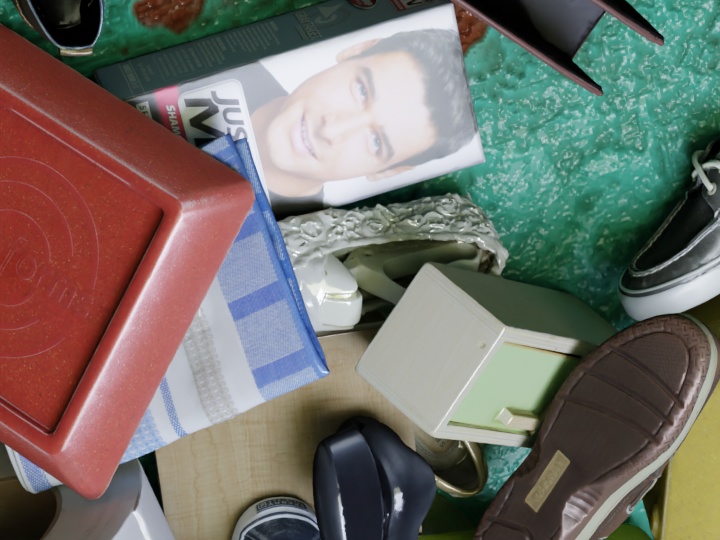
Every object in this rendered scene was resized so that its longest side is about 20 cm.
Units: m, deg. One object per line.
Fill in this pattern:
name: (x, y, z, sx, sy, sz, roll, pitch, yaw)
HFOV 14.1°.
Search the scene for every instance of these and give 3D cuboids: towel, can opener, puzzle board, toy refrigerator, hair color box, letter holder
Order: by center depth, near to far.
letter holder: (0.084, -0.182, 1.581, 0.200, 0.142, 0.101, 31, 102, -24)
towel: (-0.127, 0.025, 1.590, 0.199, 0.024, 0.148, -22, 86, 21)
hair color box: (-0.039, -0.086, 1.635, 0.199, 0.061, 0.099, -17, 115, -8)
toy refrigerator: (0.085, 0.054, 1.659, 0.076, 0.070, 0.200, -56, 154, 11)
can opener: (0.010, 0.180, 1.662, 0.078, 0.063, 0.201, -15, 105, -28)
puzzle board: (-0.042, 0.119, 1.692, 0.150, 0.017, 0.201, -9, 125, -5)

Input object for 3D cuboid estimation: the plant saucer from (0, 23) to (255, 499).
plant saucer: (-0.184, -0.008, 1.579, 0.199, 0.037, 0.201, 32, 103, 16)

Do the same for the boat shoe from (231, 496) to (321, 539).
boat shoe: (-0.055, 0.236, 1.703, 0.070, 0.091, 0.201, 0, 125, -11)

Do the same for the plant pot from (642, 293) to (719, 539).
plant pot: (0.268, 0.095, 1.726, 0.199, 0.194, 0.197, 3, 112, -4)

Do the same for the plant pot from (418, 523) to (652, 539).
plant pot: (0.113, 0.281, 1.731, 0.198, 0.181, 0.201, 0, 117, -33)

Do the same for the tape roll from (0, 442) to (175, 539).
tape roll: (-0.190, 0.202, 1.640, 0.202, 0.203, 0.140, -25, 116, -3)

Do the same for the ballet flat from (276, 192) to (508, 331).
ballet flat: (0.000, 0.000, 1.634, 0.199, 0.072, 0.072, -15, 117, -31)

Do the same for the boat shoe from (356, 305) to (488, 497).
boat shoe: (0.002, 0.058, 1.704, 0.073, 0.063, 0.201, -41, 116, 5)

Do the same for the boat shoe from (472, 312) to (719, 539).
boat shoe: (0.141, 0.099, 1.653, 0.075, 0.075, 0.202, -4, 140, -54)

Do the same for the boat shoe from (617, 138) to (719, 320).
boat shoe: (0.223, -0.052, 1.716, 0.200, 0.071, 0.064, -40, 117, -5)

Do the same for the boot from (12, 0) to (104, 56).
boot: (-0.159, -0.210, 1.531, 0.074, 0.097, 0.201, -11, 115, -10)

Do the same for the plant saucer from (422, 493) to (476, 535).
plant saucer: (-0.007, 0.222, 1.790, 0.199, 0.031, 0.201, -6, 114, -12)
